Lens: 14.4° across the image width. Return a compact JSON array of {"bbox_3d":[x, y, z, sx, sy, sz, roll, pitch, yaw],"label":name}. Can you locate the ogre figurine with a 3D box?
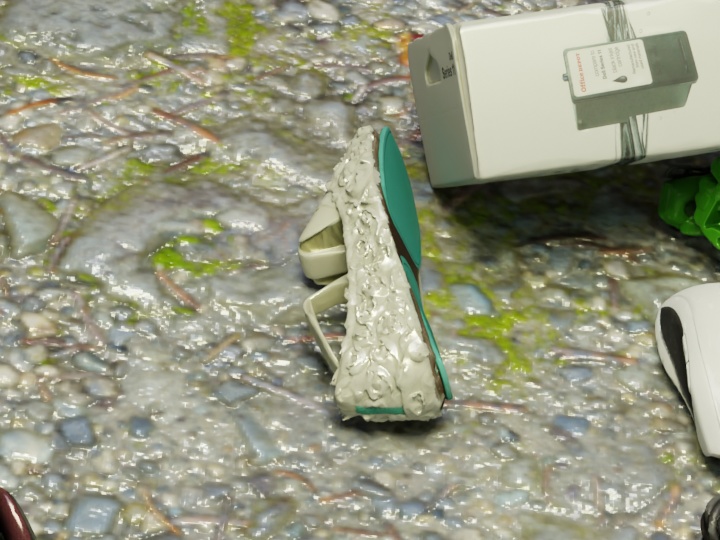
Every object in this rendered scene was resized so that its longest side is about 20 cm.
[{"bbox_3d":[0.258,-0.025,1.480,0.119,0.200,0.099,-4,82,-37],"label":"ogre figurine"}]

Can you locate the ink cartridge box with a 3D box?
[{"bbox_3d":[0.136,-0.097,1.489,0.199,0.084,0.147,-8,1,-8],"label":"ink cartridge box"}]

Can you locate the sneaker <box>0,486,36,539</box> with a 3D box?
[{"bbox_3d":[-0.183,0.110,1.222,0.075,0.116,0.200,-23,49,-33],"label":"sneaker"}]

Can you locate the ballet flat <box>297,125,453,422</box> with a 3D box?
[{"bbox_3d":[0.000,0.000,1.434,0.071,0.072,0.200,1,39,-9],"label":"ballet flat"}]

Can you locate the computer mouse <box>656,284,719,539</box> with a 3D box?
[{"bbox_3d":[0.194,0.064,1.393,0.109,0.044,0.200,-2,40,-13],"label":"computer mouse"}]
